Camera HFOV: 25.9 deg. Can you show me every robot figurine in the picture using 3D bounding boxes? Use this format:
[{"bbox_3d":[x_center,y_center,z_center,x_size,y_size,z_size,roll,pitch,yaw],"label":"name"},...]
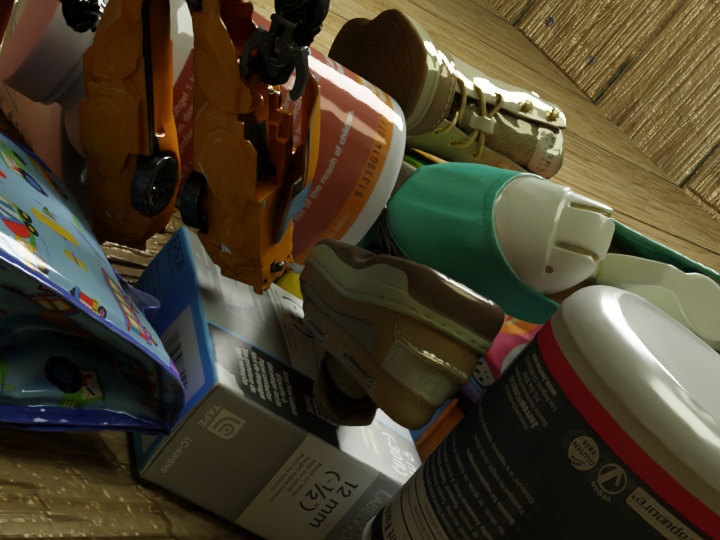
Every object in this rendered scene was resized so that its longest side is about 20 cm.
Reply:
[{"bbox_3d":[-0.076,-0.095,0.708,0.144,0.202,0.058,17,33,20],"label":"robot figurine"}]

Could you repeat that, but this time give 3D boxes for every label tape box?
[{"bbox_3d":[-0.020,0.080,0.779,0.199,0.066,0.144,30,19,-27],"label":"label tape box"}]

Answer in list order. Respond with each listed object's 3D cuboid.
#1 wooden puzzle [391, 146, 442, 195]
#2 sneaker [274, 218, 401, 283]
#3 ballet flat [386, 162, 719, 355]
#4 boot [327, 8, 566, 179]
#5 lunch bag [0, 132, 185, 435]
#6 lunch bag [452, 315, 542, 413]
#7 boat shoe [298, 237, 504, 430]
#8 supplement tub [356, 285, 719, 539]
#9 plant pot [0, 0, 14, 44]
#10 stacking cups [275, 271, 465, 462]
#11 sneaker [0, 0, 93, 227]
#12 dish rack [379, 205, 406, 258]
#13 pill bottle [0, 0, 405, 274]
[{"bbox_3d":[0.053,-0.051,1.017,0.184,0.037,0.200,32,4,16],"label":"wooden puzzle"},{"bbox_3d":[0.000,0.000,0.990,0.199,0.080,0.072,22,33,-43],"label":"sneaker"},{"bbox_3d":[0.108,-0.002,0.715,0.199,0.070,0.068,26,64,-22],"label":"ballet flat"},{"bbox_3d":[0.064,-0.097,0.973,0.154,0.073,0.200,23,3,-17],"label":"boot"},{"bbox_3d":[-0.157,-0.011,0.653,0.199,0.094,0.151,24,21,-48],"label":"lunch bag"},{"bbox_3d":[0.101,0.077,0.946,0.200,0.082,0.176,49,-15,-22],"label":"lunch bag"},{"bbox_3d":[0.001,0.033,0.714,0.071,0.077,0.200,27,-3,-10],"label":"boat shoe"},{"bbox_3d":[0.084,0.120,0.660,0.140,0.200,0.141,36,17,-13],"label":"supplement tub"},{"bbox_3d":[-0.255,-0.170,0.701,0.199,0.177,0.200,23,23,-46],"label":"plant pot"},{"bbox_3d":[0.024,0.077,0.899,0.200,0.061,0.060,44,16,6],"label":"stacking cups"},{"bbox_3d":[-0.171,-0.097,0.908,0.070,0.080,0.202,35,34,-42],"label":"sneaker"},{"bbox_3d":[-0.036,-0.062,1.085,0.154,0.055,0.200,49,9,32],"label":"dish rack"},{"bbox_3d":[-0.082,-0.088,0.829,0.199,0.113,0.112,29,19,-25],"label":"pill bottle"}]
